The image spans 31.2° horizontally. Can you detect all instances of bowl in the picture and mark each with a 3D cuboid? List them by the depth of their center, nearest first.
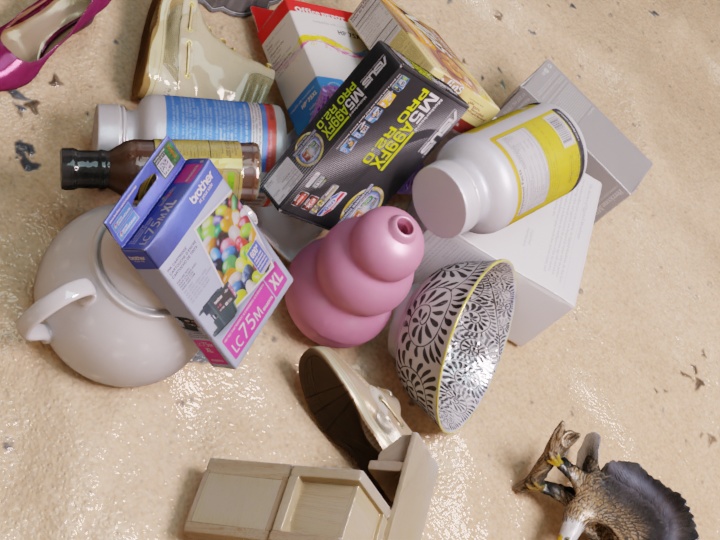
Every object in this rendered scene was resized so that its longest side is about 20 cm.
[{"bbox_3d":[0.091,0.070,1.423,0.093,0.202,0.201,19,46,24],"label":"bowl"}]

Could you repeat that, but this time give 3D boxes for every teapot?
[{"bbox_3d":[-0.221,0.010,1.263,0.196,0.146,0.202,21,55,-19],"label":"teapot"}]

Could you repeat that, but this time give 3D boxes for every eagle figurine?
[{"bbox_3d":[0.265,0.276,1.413,0.200,0.152,0.151,40,86,16],"label":"eagle figurine"}]

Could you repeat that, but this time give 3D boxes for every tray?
[{"bbox_3d":[-0.068,-0.099,1.497,0.107,0.022,0.200,43,50,-4],"label":"tray"}]

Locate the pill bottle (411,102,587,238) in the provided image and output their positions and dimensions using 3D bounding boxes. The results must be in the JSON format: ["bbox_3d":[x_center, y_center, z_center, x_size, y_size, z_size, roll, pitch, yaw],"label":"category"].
[{"bbox_3d":[0.152,-0.107,1.420,0.199,0.112,0.113,-27,79,-38],"label":"pill bottle"}]

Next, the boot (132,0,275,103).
[{"bbox_3d":[-0.172,-0.261,1.493,0.154,0.073,0.202,19,57,-20],"label":"boot"}]

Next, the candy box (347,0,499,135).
[{"bbox_3d":[0.072,-0.243,1.515,0.115,0.055,0.201,26,22,-38],"label":"candy box"}]

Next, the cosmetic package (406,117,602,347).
[{"bbox_3d":[0.165,-0.054,1.547,0.199,0.123,0.201,29,52,-11],"label":"cosmetic package"}]

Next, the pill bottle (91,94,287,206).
[{"bbox_3d":[-0.185,-0.130,1.377,0.197,0.112,0.114,4,61,-17],"label":"pill bottle"}]

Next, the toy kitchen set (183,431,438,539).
[{"bbox_3d":[-0.033,0.241,1.293,0.201,0.178,0.165,59,41,-45],"label":"toy kitchen set"}]

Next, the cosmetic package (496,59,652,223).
[{"bbox_3d":[0.271,-0.163,1.686,0.200,0.107,0.090,45,50,2],"label":"cosmetic package"}]

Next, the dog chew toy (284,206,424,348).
[{"bbox_3d":[0.000,0.000,1.366,0.123,0.200,0.126,15,56,-23],"label":"dog chew toy"}]

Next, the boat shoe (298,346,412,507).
[{"bbox_3d":[0.009,0.158,1.370,0.201,0.072,0.065,53,45,-2],"label":"boat shoe"}]

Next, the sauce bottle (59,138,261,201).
[{"bbox_3d":[-0.200,-0.099,1.289,0.197,0.065,0.065,-1,63,-13],"label":"sauce bottle"}]

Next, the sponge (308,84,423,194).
[{"bbox_3d":[0.011,-0.148,1.484,0.030,0.113,0.199,31,19,34],"label":"sponge"}]

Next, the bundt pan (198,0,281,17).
[{"bbox_3d":[-0.162,-0.418,1.589,0.200,0.076,0.204,15,56,-23],"label":"bundt pan"}]

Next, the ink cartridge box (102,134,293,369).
[{"bbox_3d":[-0.149,-0.016,1.217,0.201,0.042,0.120,55,52,-34],"label":"ink cartridge box"}]

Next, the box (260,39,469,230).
[{"bbox_3d":[0.006,-0.133,1.367,0.044,0.200,0.160,49,15,28],"label":"box"}]

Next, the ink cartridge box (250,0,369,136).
[{"bbox_3d":[-0.046,-0.253,1.548,0.115,0.067,0.202,2,56,-42],"label":"ink cartridge box"}]

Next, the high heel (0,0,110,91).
[{"bbox_3d":[-0.342,-0.268,1.379,0.067,0.096,0.200,41,50,-4],"label":"high heel"}]
